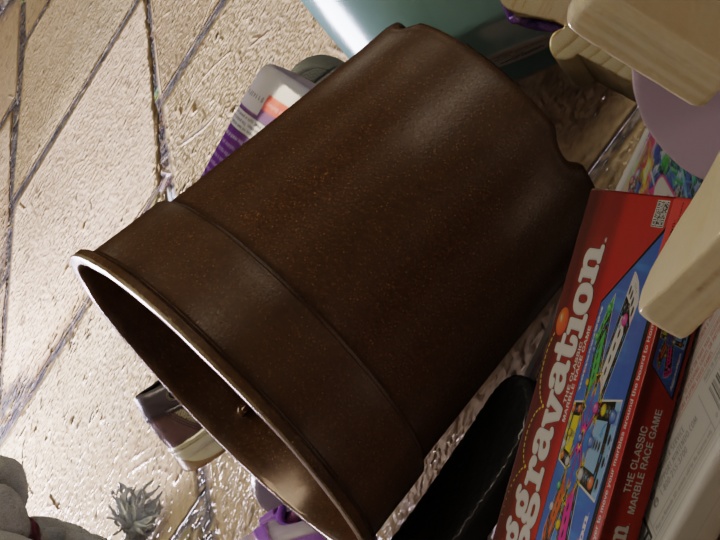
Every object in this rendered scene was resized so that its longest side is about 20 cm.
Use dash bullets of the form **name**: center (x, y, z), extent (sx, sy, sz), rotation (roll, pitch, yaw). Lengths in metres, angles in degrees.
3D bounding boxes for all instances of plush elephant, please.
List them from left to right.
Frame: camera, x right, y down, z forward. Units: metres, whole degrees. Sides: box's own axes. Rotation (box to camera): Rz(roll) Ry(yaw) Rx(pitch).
- **plush elephant**: center (-0.246, 0.213, 1.245), extent (0.201, 0.154, 0.165), rotation (-61, 22, 6)

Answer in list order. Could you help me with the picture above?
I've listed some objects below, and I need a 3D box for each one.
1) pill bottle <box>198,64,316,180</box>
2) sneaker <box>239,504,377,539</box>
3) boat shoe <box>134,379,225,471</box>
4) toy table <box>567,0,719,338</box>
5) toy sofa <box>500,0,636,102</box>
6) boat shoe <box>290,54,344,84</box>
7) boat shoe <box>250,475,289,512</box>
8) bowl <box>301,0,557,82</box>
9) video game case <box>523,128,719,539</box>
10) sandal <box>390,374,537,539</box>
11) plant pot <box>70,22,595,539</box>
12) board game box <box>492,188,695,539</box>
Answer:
- **pill bottle**: center (-0.062, -0.022, 1.156), extent (0.201, 0.111, 0.111), rotation (-60, 22, 7)
- **sneaker**: center (-0.053, 0.173, 0.979), extent (0.200, 0.080, 0.089), rotation (-19, 42, 54)
- **boat shoe**: center (-0.052, 0.035, 1.078), extent (0.200, 0.065, 0.072), rotation (-43, 14, 4)
- **toy table**: center (0.157, -0.072, 0.576), extent (0.117, 0.183, 0.200), rotation (-69, 2, -46)
- **toy sofa**: center (0.152, -0.178, 0.839), extent (0.201, 0.097, 0.083), rotation (-62, -13, 4)
- **boat shoe**: center (-0.055, -0.053, 1.247), extent (0.203, 0.074, 0.065), rotation (-65, -15, 4)
- **boat shoe**: center (-0.007, 0.051, 1.015), extent (0.200, 0.068, 0.057), rotation (-57, 22, 21)
- **bowl**: center (0.062, -0.157, 0.970), extent (0.201, 0.200, 0.106), rotation (-27, 82, 56)
- **video game case**: center (0.125, 0.035, 0.745), extent (0.182, 0.024, 0.201), rotation (-103, 32, -58)
- **sandal**: center (0.041, 0.142, 0.835), extent (0.200, 0.045, 0.075), rotation (-57, 21, 13)
- **plant pot**: center (0.000, 0.000, 0.868), extent (0.198, 0.200, 0.200), rotation (-44, 18, -14)
- **board game box**: center (0.095, 0.067, 0.739), extent (0.103, 0.019, 0.201), rotation (-163, 88, -75)
